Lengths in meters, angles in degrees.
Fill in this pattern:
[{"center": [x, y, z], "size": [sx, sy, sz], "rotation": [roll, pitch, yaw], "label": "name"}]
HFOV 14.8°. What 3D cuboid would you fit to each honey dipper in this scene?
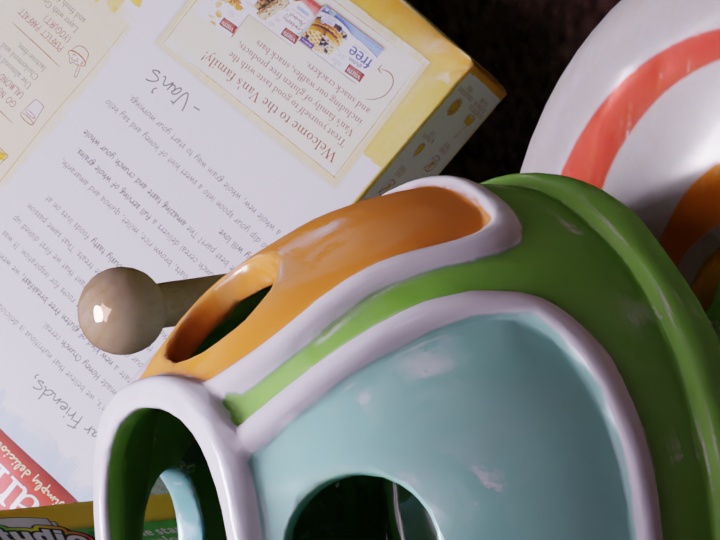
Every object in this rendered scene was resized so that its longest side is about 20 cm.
[{"center": [0.000, 0.000, 0.763], "size": [0.038, 0.199, 0.038], "rotation": [5, 97, 42], "label": "honey dipper"}]

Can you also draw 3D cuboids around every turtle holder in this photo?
[{"center": [0.012, 0.073, 0.613], "size": [0.141, 0.131, 0.186], "rotation": [34, 123, 50], "label": "turtle holder"}]

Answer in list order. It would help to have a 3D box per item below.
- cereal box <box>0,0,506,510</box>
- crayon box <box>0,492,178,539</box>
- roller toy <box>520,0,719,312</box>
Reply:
[{"center": [-0.073, -0.022, 0.818], "size": [0.144, 0.040, 0.200], "rotation": [43, 94, 24], "label": "cereal box"}, {"center": [-0.039, 0.110, 0.709], "size": [0.119, 0.199, 0.059], "rotation": [34, 116, 41], "label": "crayon box"}, {"center": [0.131, 0.007, 0.667], "size": [0.200, 0.139, 0.183], "rotation": [-39, 65, 41], "label": "roller toy"}]
